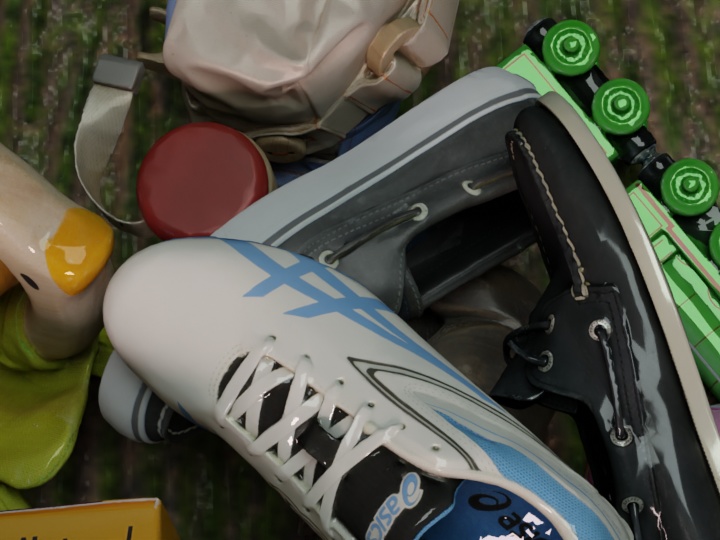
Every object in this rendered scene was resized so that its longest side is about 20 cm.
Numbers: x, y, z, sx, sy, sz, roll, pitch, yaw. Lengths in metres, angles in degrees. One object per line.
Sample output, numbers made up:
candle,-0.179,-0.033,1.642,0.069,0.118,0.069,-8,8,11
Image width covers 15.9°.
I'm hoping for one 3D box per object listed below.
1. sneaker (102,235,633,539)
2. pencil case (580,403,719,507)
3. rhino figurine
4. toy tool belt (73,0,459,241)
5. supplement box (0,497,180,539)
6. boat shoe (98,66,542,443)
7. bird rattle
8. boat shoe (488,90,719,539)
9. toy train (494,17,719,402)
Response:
sneaker,0.001,0.054,0.800,0.200,0.072,0.072,35,102,11
pencil case,0.175,0.082,0.911,0.200,0.087,0.087,-11,70,2
rhino figurine,0.025,0.077,0.911,0.087,0.060,0.200,10,58,-2
toy tool belt,-0.026,-0.083,0.954,0.125,0.123,0.200,12,74,11
supplement box,-0.143,0.190,0.772,0.197,0.133,0.200,-5,65,3
boat shoe,0.000,0.000,0.886,0.200,0.069,0.057,-37,60,-21
bird rattle,-0.147,-0.018,0.892,0.200,0.163,0.113,41,64,4
boat shoe,0.077,0.040,0.849,0.066,0.075,0.199,-21,85,-2
toy train,0.118,-0.011,0.977,0.056,0.042,0.200,-38,79,-3
